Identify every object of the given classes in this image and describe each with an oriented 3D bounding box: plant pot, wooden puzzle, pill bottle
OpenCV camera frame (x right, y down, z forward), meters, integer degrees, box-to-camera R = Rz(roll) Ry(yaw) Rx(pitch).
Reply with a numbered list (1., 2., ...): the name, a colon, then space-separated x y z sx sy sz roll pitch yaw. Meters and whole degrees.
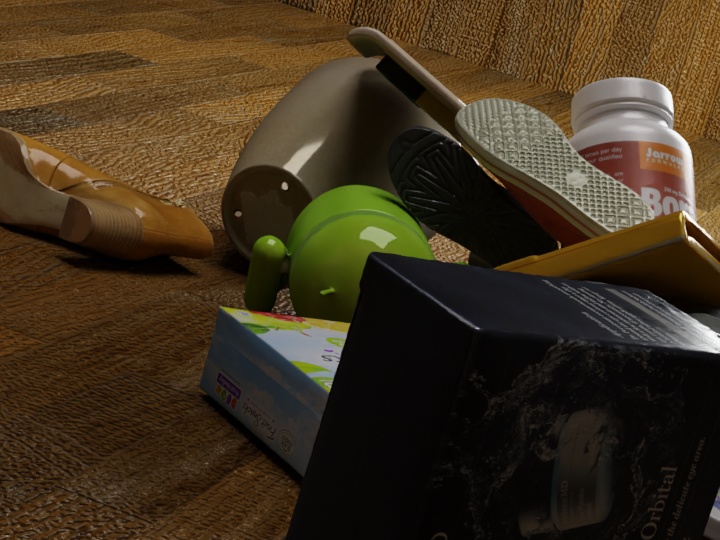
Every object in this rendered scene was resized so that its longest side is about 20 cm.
1. plant pot: -0.034 -0.072 1.962 0.187 0.187 0.200 20 26 18
2. wooden puzzle: 0.076 -0.132 1.893 0.200 0.037 0.185 37 3 4
3. pill bottle: 0.217 -0.050 1.839 0.112 0.200 0.112 0 -23 0

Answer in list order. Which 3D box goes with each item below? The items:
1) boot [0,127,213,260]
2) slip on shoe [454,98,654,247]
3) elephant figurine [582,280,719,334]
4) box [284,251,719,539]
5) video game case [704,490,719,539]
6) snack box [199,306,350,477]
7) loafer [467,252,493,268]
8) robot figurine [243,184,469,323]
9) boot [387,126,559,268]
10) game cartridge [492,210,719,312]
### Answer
1. boot: -0.226 -0.056 1.874 0.201 0.071 0.144 31 13 39
2. slip on shoe: 0.145 -0.065 1.743 0.074 0.061 0.200 -30 56 -30
3. elephant figurine: 0.176 0.077 1.662 0.200 0.155 0.142 12 35 2
4. box: 0.084 0.109 1.222 0.200 0.197 0.117 7 16 -33
5. video game case: 0.310 0.179 1.607 0.143 0.018 0.200 25 16 33
6. snack box: 0.018 0.090 1.519 0.200 0.068 0.169 7 15 -31
7. loafer: 0.131 0.009 2.029 0.070 0.075 0.200 2 10 0
8. robot figurine: 0.000 0.000 1.771 0.175 0.116 0.200 9 13 -7
9. boot: 0.092 -0.061 1.858 0.165 0.066 0.200 44 10 -4
10. game cartridge: 0.188 0.023 1.717 0.200 0.032 0.176 -16 -28 25
